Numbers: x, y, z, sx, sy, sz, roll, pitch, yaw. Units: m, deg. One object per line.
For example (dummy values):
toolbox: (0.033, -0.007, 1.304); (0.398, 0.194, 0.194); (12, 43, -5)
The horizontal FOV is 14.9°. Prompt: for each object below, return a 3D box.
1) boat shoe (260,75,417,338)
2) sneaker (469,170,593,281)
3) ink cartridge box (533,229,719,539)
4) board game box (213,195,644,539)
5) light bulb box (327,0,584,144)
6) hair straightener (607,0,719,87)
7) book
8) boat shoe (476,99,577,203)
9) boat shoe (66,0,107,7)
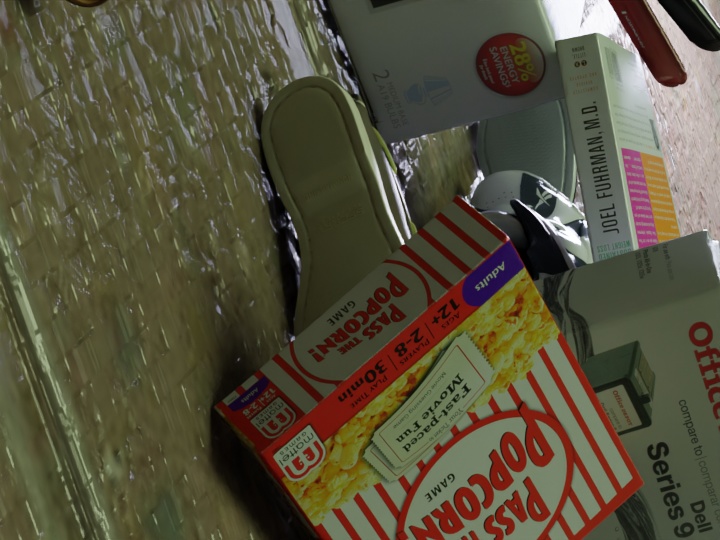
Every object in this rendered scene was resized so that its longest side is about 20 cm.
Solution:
boat shoe: (0.000, 0.000, 1.395); (0.059, 0.072, 0.201); (32, 39, -62)
sneaker: (0.087, -0.019, 1.672); (0.130, 0.079, 0.200); (47, 22, -39)
ink cartridge box: (0.114, 0.082, 1.445); (0.084, 0.199, 0.147); (-86, 157, -68)
board game box: (0.038, 0.083, 1.307); (0.046, 0.151, 0.200); (41, -12, 45)
light bulb box: (0.047, -0.214, 1.638); (0.200, 0.124, 0.199); (-74, 145, -59)
hair straightener: (0.158, -0.210, 1.627); (0.200, 0.077, 0.041); (55, -18, -9)
book: (0.154, -0.030, 1.579); (0.134, 0.048, 0.201); (7, 73, -75)
boat shoe: (0.113, -0.117, 1.855); (0.060, 0.075, 0.201); (27, 51, -61)
boat shoe: (-0.139, -0.176, 1.091); (0.200, 0.072, 0.068); (53, 25, -57)
